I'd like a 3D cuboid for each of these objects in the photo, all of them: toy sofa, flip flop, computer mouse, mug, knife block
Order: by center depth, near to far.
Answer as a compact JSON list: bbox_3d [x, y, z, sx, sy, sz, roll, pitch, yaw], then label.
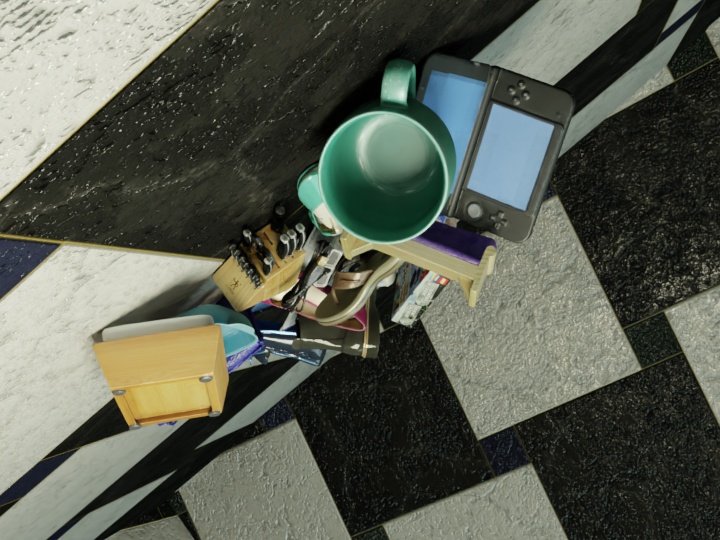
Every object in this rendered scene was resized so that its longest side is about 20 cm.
[{"bbox_3d":[0.045,-0.133,1.077,0.185,0.152,0.115,-47,-175,25],"label":"mug"},{"bbox_3d":[0.079,-0.038,1.223,0.083,0.197,0.099,73,40,-73],"label":"toy sofa"},{"bbox_3d":[-0.111,-0.027,1.279,0.175,0.064,0.199,-42,172,28],"label":"knife block"},{"bbox_3d":[0.000,0.000,1.336,0.200,0.057,0.082,-43,-154,27],"label":"flip flop"},{"bbox_3d":[-0.052,-0.013,1.365,0.111,0.043,0.200,-62,171,21],"label":"computer mouse"}]

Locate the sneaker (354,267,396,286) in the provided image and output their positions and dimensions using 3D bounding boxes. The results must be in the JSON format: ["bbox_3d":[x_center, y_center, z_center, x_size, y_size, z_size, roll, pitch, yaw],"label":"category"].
[{"bbox_3d":[0.039,-0.073,1.516,0.072,0.071,0.203,77,26,-70],"label":"sneaker"}]

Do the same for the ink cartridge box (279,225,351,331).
[{"bbox_3d":[-0.056,-0.011,1.541,0.202,0.040,0.199,-61,165,21],"label":"ink cartridge box"}]

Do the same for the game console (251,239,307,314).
[{"bbox_3d":[-0.122,0.008,1.563,0.177,0.031,0.200,-42,172,21],"label":"game console"}]

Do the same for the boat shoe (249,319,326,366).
[{"bbox_3d":[-0.153,0.123,1.523,0.084,0.196,0.070,-69,166,-78],"label":"boat shoe"}]

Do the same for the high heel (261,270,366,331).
[{"bbox_3d":[-0.086,0.048,1.409,0.197,0.096,0.068,15,116,-25],"label":"high heel"}]

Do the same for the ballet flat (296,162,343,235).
[{"bbox_3d":[-0.038,-0.087,1.251,0.067,0.071,0.200,-32,171,-3],"label":"ballet flat"}]

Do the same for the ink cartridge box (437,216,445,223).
[{"bbox_3d":[0.107,-0.120,1.417,0.119,0.041,0.203,162,-53,-72],"label":"ink cartridge box"}]

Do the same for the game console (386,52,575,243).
[{"bbox_3d":[0.146,-0.145,1.157,0.118,0.169,0.203,-23,133,-62],"label":"game console"}]

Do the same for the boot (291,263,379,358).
[{"bbox_3d":[-0.044,0.052,1.517,0.201,0.136,0.078,-97,-166,-53],"label":"boot"}]

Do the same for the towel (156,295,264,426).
[{"bbox_3d":[-0.234,0.130,1.394,0.199,0.050,0.148,-38,-147,4],"label":"towel"}]

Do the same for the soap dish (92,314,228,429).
[{"bbox_3d":[-0.250,0.135,1.213,0.155,0.082,0.201,-8,156,-8],"label":"soap dish"}]

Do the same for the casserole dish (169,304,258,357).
[{"bbox_3d":[-0.232,0.095,1.277,0.198,0.039,0.121,-23,154,25],"label":"casserole dish"}]

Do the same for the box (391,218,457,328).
[{"bbox_3d":[0.102,-0.030,1.460,0.137,0.039,0.202,125,-19,-48],"label":"box"}]
